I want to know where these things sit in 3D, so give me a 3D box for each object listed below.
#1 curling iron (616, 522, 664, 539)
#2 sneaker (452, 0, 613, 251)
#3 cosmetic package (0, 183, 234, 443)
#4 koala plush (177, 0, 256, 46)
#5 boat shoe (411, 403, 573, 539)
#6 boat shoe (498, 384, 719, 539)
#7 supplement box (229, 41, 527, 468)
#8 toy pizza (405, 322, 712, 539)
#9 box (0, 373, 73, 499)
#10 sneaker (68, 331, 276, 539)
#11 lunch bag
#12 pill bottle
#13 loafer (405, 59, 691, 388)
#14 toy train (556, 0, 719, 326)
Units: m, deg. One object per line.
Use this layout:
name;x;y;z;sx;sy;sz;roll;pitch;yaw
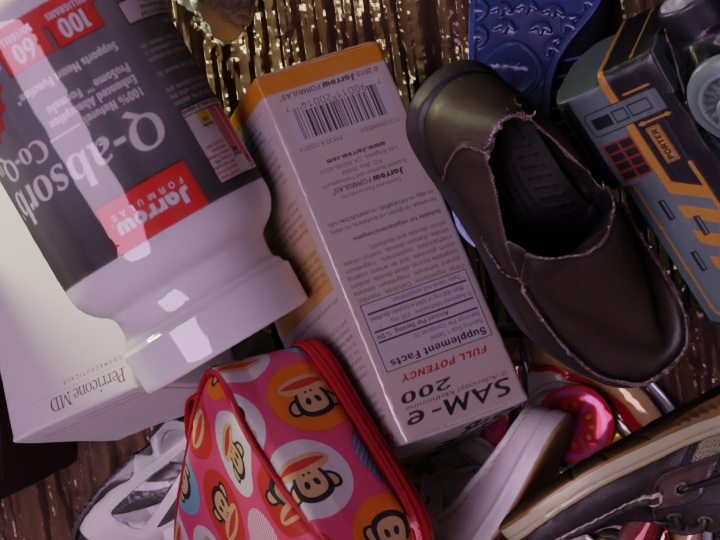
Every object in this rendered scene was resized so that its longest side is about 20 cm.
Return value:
curling iron;0.152;0.147;1.213;0.050;0.026;0.200;33;99;4
sneaker;0.090;-0.100;1.193;0.070;0.078;0.200;13;86;16
cosmetic package;-0.147;-0.014;1.284;0.108;0.085;0.200;-26;70;36
koala plush;-0.097;-0.222;1.224;0.200;0.184;0.177;39;123;-10
boat shoe;0.039;0.138;1.234;0.069;0.071;0.200;40;117;14
boat shoe;0.166;0.100;1.151;0.200;0.073;0.065;-27;88;0
supplement box;0.000;0.000;1.207;0.200;0.073;0.126;68;160;8
toy pizza;0.092;0.127;1.263;0.200;0.032;0.200;7;105;25
box;-0.288;0.053;1.341;0.164;0.200;0.166;5;104;26
sneaker;-0.092;0.133;1.333;0.089;0.074;0.200;48;118;11
lunch bag;-0.041;0.135;1.195;0.176;0.082;0.200;56;150;30
pill bottle;-0.115;-0.048;1.169;0.116;0.116;0.200;-30;91;29
loafer;0.095;-0.010;1.109;0.073;0.071;0.200;-45;117;-4
toy train;0.183;-0.047;1.128;0.114;0.085;0.200;-21;115;34
